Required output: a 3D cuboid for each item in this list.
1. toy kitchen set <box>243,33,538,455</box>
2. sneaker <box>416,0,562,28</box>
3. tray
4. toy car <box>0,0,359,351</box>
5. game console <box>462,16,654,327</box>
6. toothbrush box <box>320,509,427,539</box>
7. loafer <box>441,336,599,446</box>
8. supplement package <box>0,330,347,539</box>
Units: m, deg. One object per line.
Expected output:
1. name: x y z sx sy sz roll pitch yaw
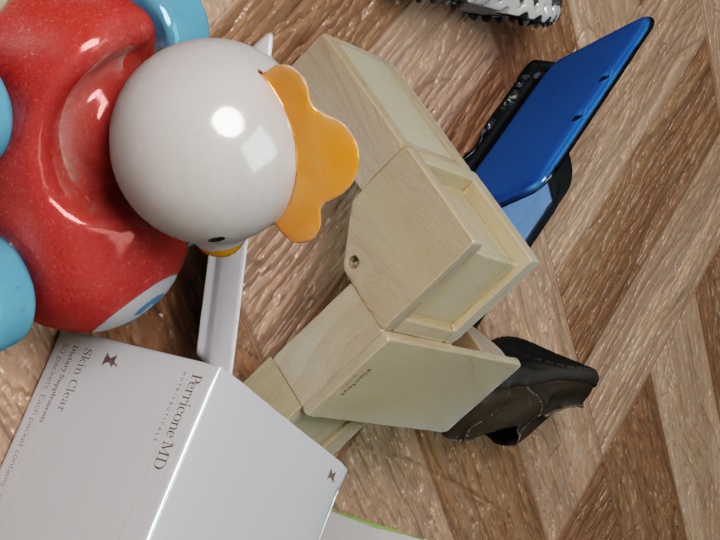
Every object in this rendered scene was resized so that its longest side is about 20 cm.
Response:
1. toy kitchen set: 0.000 0.000 1.131 0.200 0.181 0.163 -44 151 19
2. sneaker: 0.086 -0.215 1.209 0.200 0.066 0.091 2 100 -56
3. tray: -0.072 -0.034 1.014 0.107 0.022 0.200 -132 -131 -82
4. toy car: -0.089 -0.045 0.848 0.184 0.200 0.177 -32 126 -50
5. game console: 0.137 -0.064 1.287 0.200 0.118 0.171 -53 140 -36
6. toothbrush box: 0.027 0.266 1.237 0.200 0.086 0.146 39 68 -54
7. loafer: 0.109 0.093 1.348 0.200 0.073 0.071 4 105 -54
8. supplement package: -0.116 0.158 0.951 0.156 0.111 0.200 46 60 -53
